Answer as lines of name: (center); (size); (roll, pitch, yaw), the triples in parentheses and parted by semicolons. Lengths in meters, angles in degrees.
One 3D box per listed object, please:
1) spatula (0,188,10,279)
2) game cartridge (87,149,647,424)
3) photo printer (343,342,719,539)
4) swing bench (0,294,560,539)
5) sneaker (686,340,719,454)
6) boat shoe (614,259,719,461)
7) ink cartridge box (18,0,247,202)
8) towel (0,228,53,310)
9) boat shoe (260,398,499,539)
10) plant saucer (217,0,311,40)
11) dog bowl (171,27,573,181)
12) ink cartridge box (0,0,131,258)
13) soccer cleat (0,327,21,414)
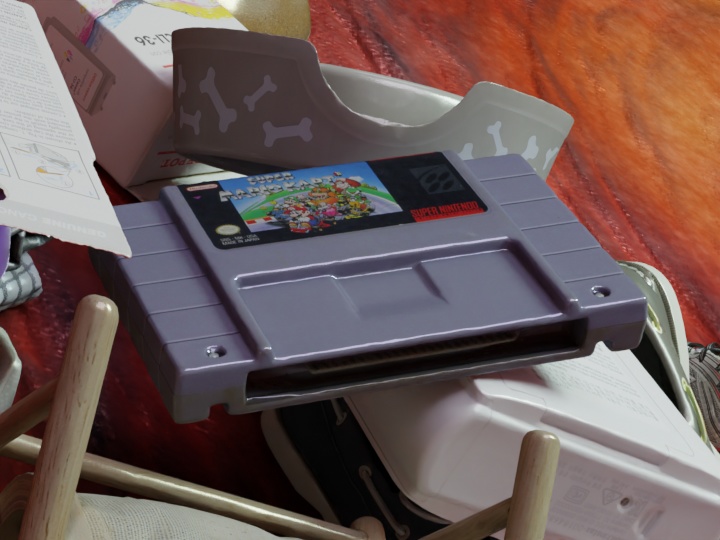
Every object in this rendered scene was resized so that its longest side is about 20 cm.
spatula: (-0.233, -0.018, 0.818); (0.199, 0.021, 0.057); (2, 56, -9)
game cartridge: (0.000, 0.000, 0.881); (0.199, 0.038, 0.130); (-9, 39, -21)
photo printer: (0.057, 0.043, 0.967); (0.166, 0.070, 0.200); (22, 21, -34)
swing bench: (-0.045, 0.142, 0.749); (0.199, 0.130, 0.200); (19, 58, -28)
sneaker: (0.193, 0.067, 1.198); (0.078, 0.082, 0.200); (4, 39, -45)
boat shoe: (0.140, 0.088, 1.060); (0.060, 0.072, 0.202); (15, 57, -58)
ink cartridge box: (-0.114, -0.109, 1.166); (0.200, 0.068, 0.116); (44, 29, 20)
towel: (-0.236, -0.058, 0.931); (0.200, 0.086, 0.165); (42, 29, 16)
boat shoe: (0.031, 0.109, 0.973); (0.075, 0.062, 0.200); (3, 40, -45)
plant saucer: (-0.111, -0.212, 1.375); (0.200, 0.035, 0.200); (26, 28, -15)
dog bowl: (0.000, -0.066, 1.051); (0.200, 0.059, 0.200); (12, 0, 0)
ink cartridge box: (-0.187, -0.061, 0.835); (0.161, 0.050, 0.200); (14, 29, -30)
soccer cleat: (-0.214, 0.044, 0.784); (0.200, 0.086, 0.070); (3, 39, -45)
